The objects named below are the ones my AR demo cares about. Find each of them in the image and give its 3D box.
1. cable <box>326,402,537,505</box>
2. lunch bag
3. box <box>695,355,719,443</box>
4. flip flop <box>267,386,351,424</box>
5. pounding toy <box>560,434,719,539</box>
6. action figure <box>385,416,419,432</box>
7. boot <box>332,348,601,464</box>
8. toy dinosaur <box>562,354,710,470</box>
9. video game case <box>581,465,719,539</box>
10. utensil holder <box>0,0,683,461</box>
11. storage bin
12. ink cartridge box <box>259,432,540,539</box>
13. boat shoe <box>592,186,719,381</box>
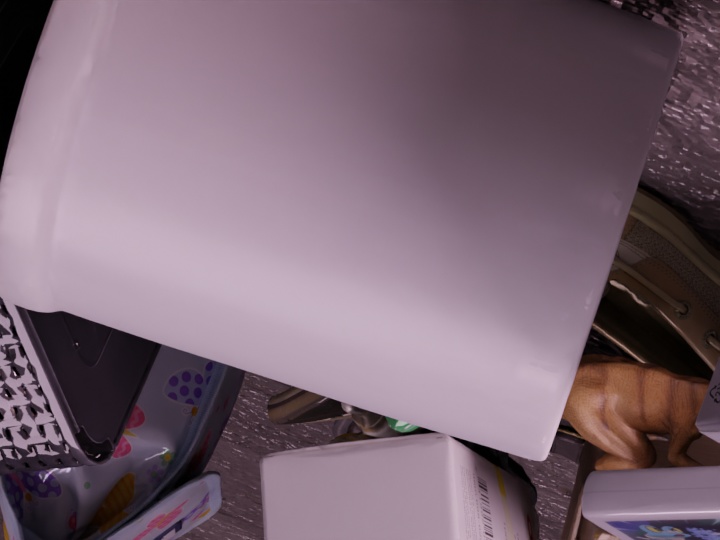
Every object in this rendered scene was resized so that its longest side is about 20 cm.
[{"bbox_3d":[0.050,0.081,1.282,0.050,0.097,0.200,54,-170,21],"label":"cable"},{"bbox_3d":[-0.127,0.082,1.416,0.127,0.201,0.170,22,163,1],"label":"lunch bag"},{"bbox_3d":[0.191,-0.018,0.750,0.041,0.157,0.200,30,161,-26],"label":"box"},{"bbox_3d":[0.017,0.017,1.230,0.081,0.058,0.200,-6,152,-29],"label":"flip flop"},{"bbox_3d":[0.160,0.144,1.269,0.183,0.143,0.201,9,134,0],"label":"pounding toy"},{"bbox_3d":[0.000,0.000,1.061,0.118,0.055,0.200,20,-157,-24],"label":"action figure"},{"bbox_3d":[0.080,0.075,1.356,0.173,0.070,0.200,22,162,2],"label":"boot"},{"bbox_3d":[0.094,0.051,1.072,0.199,0.061,0.106,6,155,26],"label":"toy dinosaur"},{"bbox_3d":[0.216,0.112,1.037,0.199,0.023,0.182,-5,154,37],"label":"video game case"},{"bbox_3d":[-0.005,-0.039,0.926,0.199,0.171,0.170,18,164,5],"label":"utensil holder"},{"bbox_3d":[-0.154,-0.031,1.023,0.093,0.135,0.201,-6,123,19],"label":"storage bin"},{"bbox_3d":[0.026,0.157,1.135,0.083,0.146,0.200,-8,167,13],"label":"ink cartridge box"},{"bbox_3d":[0.111,0.011,1.117,0.200,0.063,0.073,30,162,-25],"label":"boat shoe"}]
